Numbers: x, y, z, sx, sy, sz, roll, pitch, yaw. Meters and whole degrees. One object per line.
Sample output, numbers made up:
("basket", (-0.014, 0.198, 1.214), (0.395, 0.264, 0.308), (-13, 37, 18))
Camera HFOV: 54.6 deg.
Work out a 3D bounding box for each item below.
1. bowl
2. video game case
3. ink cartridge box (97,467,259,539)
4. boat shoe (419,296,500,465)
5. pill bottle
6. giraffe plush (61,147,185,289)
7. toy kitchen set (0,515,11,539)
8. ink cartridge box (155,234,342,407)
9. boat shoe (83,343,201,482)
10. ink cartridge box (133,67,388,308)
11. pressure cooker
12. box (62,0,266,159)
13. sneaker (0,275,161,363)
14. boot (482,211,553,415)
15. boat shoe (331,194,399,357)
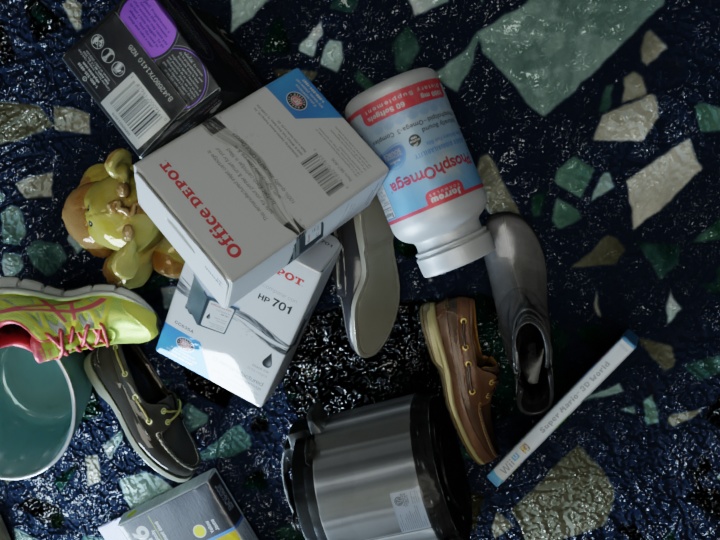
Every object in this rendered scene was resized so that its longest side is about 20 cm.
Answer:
("bowl", (-0.420, 0.144, 0.869), (0.200, 0.105, 0.202), (1, 101, 8))
("video game case", (0.222, 0.144, 0.754), (0.018, 0.143, 0.200), (44, 104, 17))
("ink cartridge box", (-0.226, 0.389, 0.920), (0.199, 0.047, 0.198), (-29, 97, 10))
("boat shoe", (0.128, 0.126, 0.799), (0.067, 0.072, 0.201), (-17, 95, 13))
("pill bottle", (0.067, -0.100, 0.738), (0.108, 0.109, 0.201), (-23, 92, 12))
("giraffe plush", (-0.253, -0.060, 0.773), (0.199, 0.162, 0.173), (-29, 95, 13))
("toy kitchen set", (-0.574, 0.421, 0.908), (0.162, 0.180, 0.201), (-13, 103, 10))
("ink cartridge box", (-0.129, 0.031, 0.792), (0.146, 0.086, 0.201), (27, 120, 3))
("boat shoe", (-0.260, 0.170, 0.867), (0.060, 0.072, 0.201), (-37, 91, 18))
("ink cartridge box", (-0.097, -0.082, 0.685), (0.200, 0.084, 0.145), (-37, 81, -24))
("pressure cooker", (0.010, 0.237, 0.781), (0.199, 0.179, 0.177), (-18, 56, 14))
("box", (-0.183, -0.195, 0.717), (0.106, 0.200, 0.122), (-36, 94, 14))
("sneaker", (-0.323, 0.067, 0.772), (0.199, 0.091, 0.078), (4, 135, -3))
("boot", (0.176, 0.040, 0.744), (0.069, 0.132, 0.201), (-14, 98, 12))
("boat shoe", (0.000, 0.000, 0.811), (0.063, 0.072, 0.201), (15, 111, 45))
